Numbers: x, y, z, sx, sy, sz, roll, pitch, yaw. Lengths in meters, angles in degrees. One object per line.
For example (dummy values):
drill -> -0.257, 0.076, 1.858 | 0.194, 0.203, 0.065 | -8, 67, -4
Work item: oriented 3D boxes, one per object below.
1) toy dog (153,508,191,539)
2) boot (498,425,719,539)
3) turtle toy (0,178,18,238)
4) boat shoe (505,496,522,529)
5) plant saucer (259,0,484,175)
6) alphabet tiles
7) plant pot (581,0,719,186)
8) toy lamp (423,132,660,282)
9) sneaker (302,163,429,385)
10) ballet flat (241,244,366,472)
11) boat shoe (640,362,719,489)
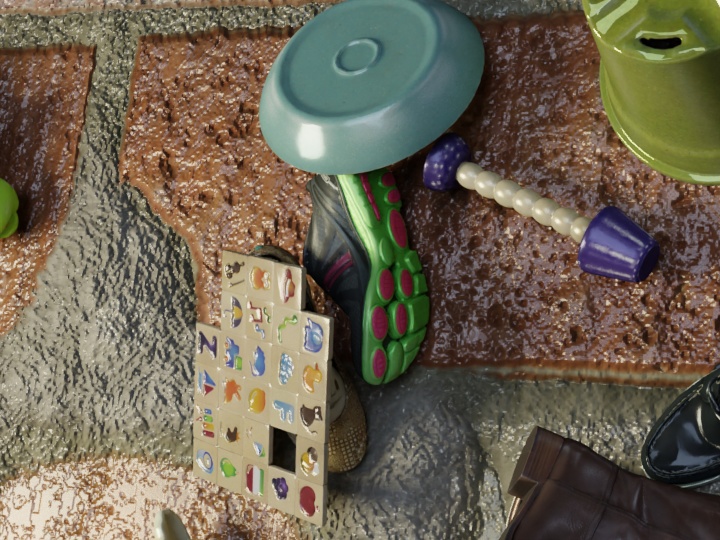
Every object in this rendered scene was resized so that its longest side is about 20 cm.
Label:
toy dog -> -0.222, 0.310, 1.295 | 0.200, 0.140, 0.194 | -23, 105, 16
boot -> 0.188, 0.221, 1.107 | 0.200, 0.064, 0.187 | 23, 70, 0
turtle toy -> -0.405, -0.089, 1.484 | 0.200, 0.101, 0.146 | 32, 92, 27
boat shoe -> 0.133, 0.241, 1.169 | 0.076, 0.072, 0.200 | -5, 74, 23
plant saucer -> 0.002, -0.167, 1.314 | 0.200, 0.036, 0.200 | -12, 50, 15
alphabet tiles -> -0.081, 0.088, 1.274 | 0.167, 0.008, 0.200 | 13, 104, 46
plant pot -> 0.249, -0.184, 1.164 | 0.200, 0.184, 0.201 | -7, 73, 23
toy lamp -> 0.143, -0.047, 1.251 | 0.200, 0.058, 0.058 | 29, 90, 30
sneaker -> 0.000, 0.000, 1.303 | 0.084, 0.077, 0.200 | -25, 66, 41
ballet flat -> -0.053, 0.069, 1.285 | 0.070, 0.065, 0.200 | -25, 77, -1
boat shoe -> 0.284, 0.091, 1.143 | 0.199, 0.066, 0.075 | -30, 67, 15
